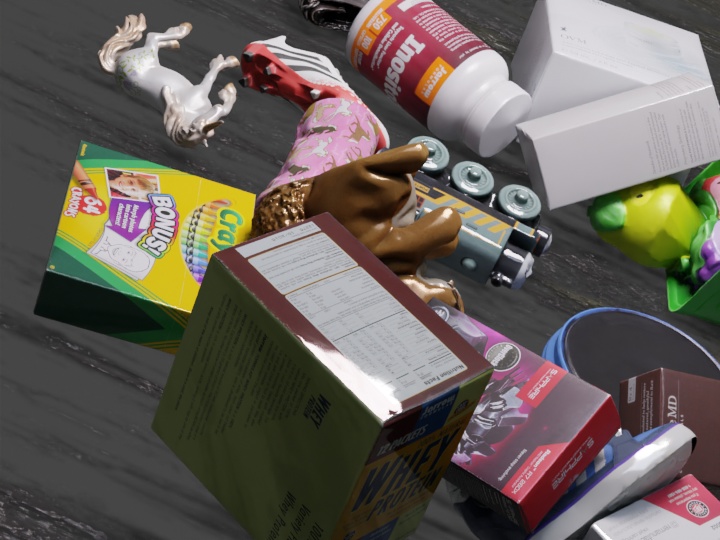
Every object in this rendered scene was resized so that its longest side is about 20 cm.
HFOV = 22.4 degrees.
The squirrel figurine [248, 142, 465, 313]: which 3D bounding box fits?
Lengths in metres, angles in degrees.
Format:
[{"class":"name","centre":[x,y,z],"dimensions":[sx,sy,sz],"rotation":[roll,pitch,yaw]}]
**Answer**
[{"class":"squirrel figurine","centre":[0.000,0.000,1.635],"dimensions":[0.199,0.142,0.188],"rotation":[-16,90,-11]}]

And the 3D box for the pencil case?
[{"class":"pencil case","centre":[-0.043,-0.093,1.785],"dimensions":[0.083,0.087,0.200],"rotation":[34,34,-8]}]

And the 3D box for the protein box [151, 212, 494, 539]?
[{"class":"protein box","centre":[-0.034,0.103,1.444],"dimensions":[0.135,0.199,0.200],"rotation":[-22,55,-43]}]

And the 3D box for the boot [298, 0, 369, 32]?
[{"class":"boot","centre":[-0.070,-0.347,2.102],"dimensions":[0.199,0.069,0.175],"rotation":[9,38,-22]}]

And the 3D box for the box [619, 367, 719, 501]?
[{"class":"box","centre":[0.333,0.158,1.638],"dimensions":[0.199,0.075,0.101],"rotation":[11,71,-22]}]

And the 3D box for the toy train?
[{"class":"toy train","centre":[0.092,-0.052,1.817],"dimensions":[0.199,0.085,0.114],"rotation":[28,48,3]}]

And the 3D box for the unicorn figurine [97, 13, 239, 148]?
[{"class":"unicorn figurine","centre":[-0.183,-0.185,1.846],"dimensions":[0.199,0.074,0.137],"rotation":[22,43,22]}]

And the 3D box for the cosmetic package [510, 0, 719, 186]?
[{"class":"cosmetic package","centre":[0.285,-0.211,2.066],"dimensions":[0.198,0.123,0.200],"rotation":[17,29,-8]}]

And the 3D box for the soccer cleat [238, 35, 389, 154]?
[{"class":"soccer cleat","centre":[-0.039,-0.188,1.922],"dimensions":[0.200,0.069,0.085],"rotation":[33,41,21]}]

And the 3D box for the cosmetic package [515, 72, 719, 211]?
[{"class":"cosmetic package","centre":[0.274,-0.138,1.914],"dimensions":[0.199,0.085,0.108],"rotation":[-17,15,1]}]

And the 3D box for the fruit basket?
[{"class":"fruit basket","centre":[0.352,-0.052,1.912],"dimensions":[0.215,0.156,0.216],"rotation":[29,35,-23]}]

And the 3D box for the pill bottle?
[{"class":"pill bottle","centre":[0.087,-0.216,1.985],"dimensions":[0.200,0.113,0.113],"rotation":[41,40,24]}]

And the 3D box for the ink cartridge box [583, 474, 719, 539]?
[{"class":"ink cartridge box","centre":[0.286,0.281,1.493],"dimensions":[0.145,0.084,0.200],"rotation":[-17,52,-42]}]

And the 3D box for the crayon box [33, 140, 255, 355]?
[{"class":"crayon box","centre":[-0.189,-0.018,1.631],"dimensions":[0.172,0.058,0.200],"rotation":[16,37,-10]}]

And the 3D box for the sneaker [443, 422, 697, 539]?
[{"class":"sneaker","centre":[0.167,0.154,1.538],"dimensions":[0.200,0.081,0.147],"rotation":[-35,62,-11]}]

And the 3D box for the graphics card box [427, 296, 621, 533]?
[{"class":"graphics card box","centre":[0.099,0.116,1.509],"dimensions":[0.200,0.051,0.125],"rotation":[30,66,36]}]

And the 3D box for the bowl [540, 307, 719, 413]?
[{"class":"bowl","centre":[0.269,0.111,1.736],"dimensions":[0.200,0.039,0.201],"rotation":[15,37,-11]}]
